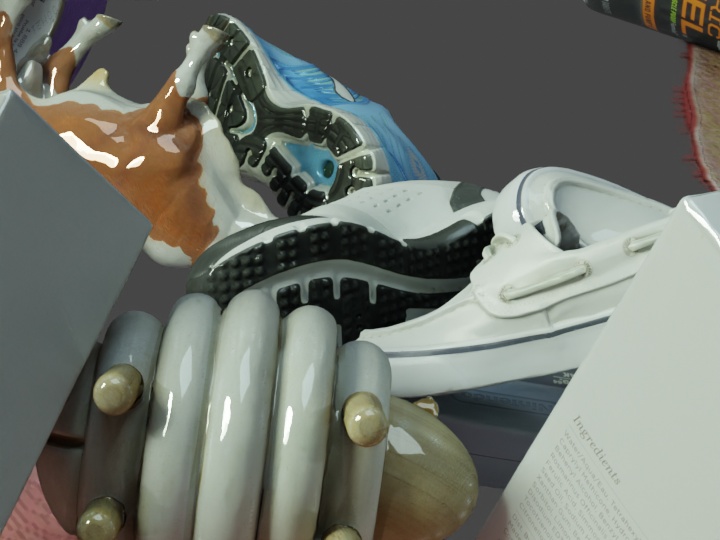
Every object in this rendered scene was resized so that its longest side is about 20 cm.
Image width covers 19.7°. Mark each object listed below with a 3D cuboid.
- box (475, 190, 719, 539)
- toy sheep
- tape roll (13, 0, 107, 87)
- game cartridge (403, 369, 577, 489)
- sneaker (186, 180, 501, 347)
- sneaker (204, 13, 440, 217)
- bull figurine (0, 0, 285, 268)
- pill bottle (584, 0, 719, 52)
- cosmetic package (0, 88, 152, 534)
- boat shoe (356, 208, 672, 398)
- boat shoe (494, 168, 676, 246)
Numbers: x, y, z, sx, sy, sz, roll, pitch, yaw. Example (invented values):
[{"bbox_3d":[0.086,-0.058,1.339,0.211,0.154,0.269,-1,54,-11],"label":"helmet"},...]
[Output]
[{"bbox_3d":[0.159,0.065,0.760,0.152,0.201,0.107,-13,55,-33],"label":"box"},{"bbox_3d":[-0.053,0.069,0.785,0.199,0.139,0.138,12,28,-2],"label":"toy sheep"},{"bbox_3d":[-0.223,-0.150,1.061,0.199,0.201,0.065,-19,39,-42],"label":"tape roll"},{"bbox_3d":[0.064,0.051,0.955,0.199,0.042,0.133,9,32,-1],"label":"game cartridge"},{"bbox_3d":[0.000,0.000,0.935,0.199,0.074,0.080,-8,21,-39],"label":"sneaker"},{"bbox_3d":[-0.030,-0.074,1.140,0.090,0.079,0.200,9,25,-44],"label":"sneaker"},{"bbox_3d":[-0.116,-0.066,1.035,0.199,0.122,0.065,16,-2,20],"label":"bull figurine"},{"bbox_3d":[0.257,-0.199,1.397,0.199,0.107,0.106,21,30,21],"label":"pill bottle"},{"bbox_3d":[-0.166,0.042,0.725,0.106,0.090,0.201,-11,48,41],"label":"cosmetic package"},{"bbox_3d":[0.080,0.008,0.854,0.199,0.066,0.072,-14,-2,24],"label":"boat shoe"},{"bbox_3d":[0.156,0.006,0.914,0.199,0.066,0.072,32,53,-8],"label":"boat shoe"}]
